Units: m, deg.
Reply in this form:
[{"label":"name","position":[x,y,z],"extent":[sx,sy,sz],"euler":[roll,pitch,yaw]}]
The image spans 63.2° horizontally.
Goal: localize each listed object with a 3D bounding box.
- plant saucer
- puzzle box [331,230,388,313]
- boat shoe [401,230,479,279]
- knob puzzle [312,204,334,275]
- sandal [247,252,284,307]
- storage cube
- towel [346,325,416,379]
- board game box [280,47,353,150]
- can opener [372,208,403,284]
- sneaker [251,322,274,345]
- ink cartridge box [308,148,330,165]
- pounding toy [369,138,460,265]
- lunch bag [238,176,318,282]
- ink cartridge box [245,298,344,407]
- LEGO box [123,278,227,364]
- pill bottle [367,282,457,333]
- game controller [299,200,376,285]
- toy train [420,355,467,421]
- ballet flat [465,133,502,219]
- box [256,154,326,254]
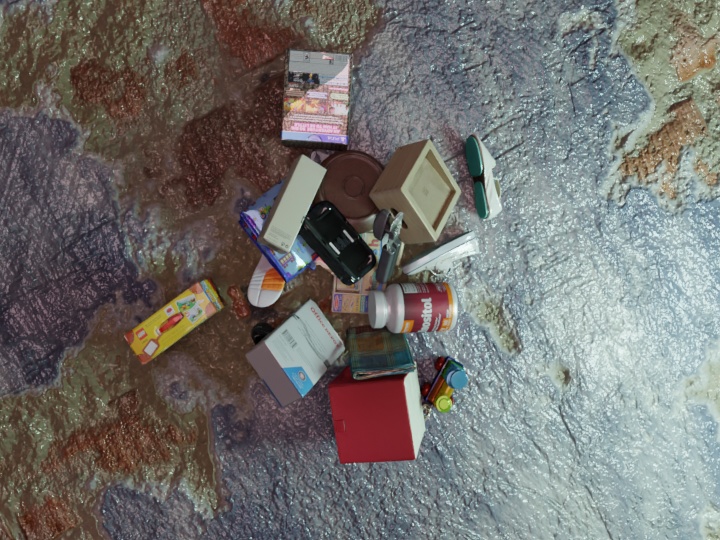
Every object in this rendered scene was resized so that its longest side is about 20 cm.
[{"label":"plant saucer","position":[-0.017,-0.187,1.348],"extent":[0.193,0.035,0.207],"euler":[2,78,-9]},{"label":"puzzle box","position":[0.000,0.000,1.392],"extent":[0.128,0.025,0.207],"euler":[3,99,-10]},{"label":"boat shoe","position":[0.199,-0.017,1.403],"extent":[0.198,0.074,0.088],"euler":[-26,96,-11]},{"label":"knob puzzle","position":[-0.056,-0.097,1.403],"extent":[0.212,0.030,0.228],"euler":[0,92,-3]},{"label":"sandal","position":[-0.205,-0.007,1.389],"extent":[0.077,0.059,0.212],"euler":[16,71,-1]},{"label":"storage cube","position":[0.042,0.316,1.332],"extent":[0.174,0.171,0.207],"euler":[-7,94,15]},{"label":"towel","position":[0.041,0.177,1.339],"extent":[0.142,0.201,0.022],"euler":[-7,115,-3]},{"label":"board game box","position":[-0.100,-0.392,1.355],"extent":[0.154,0.097,0.207],"euler":[4,92,-3]},{"label":"can opener","position":[0.054,-0.057,1.304],"extent":[0.066,0.203,0.054],"euler":[30,52,14]},{"label":"sneaker","position":[-0.192,0.215,1.386],"extent":[0.075,0.079,0.201],"euler":[-42,95,-1]},{"label":"ink cartridge box","position":[-0.042,-0.203,1.385],"extent":[0.195,0.039,0.102],"euler":[21,76,-5]},{"label":"pounding toy","position":[0.118,-0.148,1.335],"extent":[0.201,0.140,0.187],"euler":[50,57,-31]},{"label":"lunch bag","position":[-0.163,-0.087,1.347],"extent":[0.150,0.094,0.202],"euler":[-39,92,-16]},{"label":"ink cartridge box","position":[-0.143,0.183,1.324],"extent":[0.083,0.200,0.147],"euler":[-33,96,37]},{"label":"LEGO box","position":[-0.415,0.111,1.334],"extent":[0.198,0.149,0.078],"euler":[-36,94,-1]},{"label":"pill bottle","position":[0.120,0.087,1.364],"extent":[0.193,0.113,0.117],"euler":[-2,93,-12]},{"label":"game controller","position":[-0.052,-0.060,1.328],"extent":[0.104,0.042,0.201],"euler":[-40,109,5]},{"label":"toy train","position":[0.187,0.311,1.389],"extent":[0.083,0.116,0.204],"euler":[29,91,-3]},{"label":"ballet flat","position":[0.300,-0.227,1.405],"extent":[0.067,0.069,0.207],"euler":[-12,97,-2]},{"label":"box","position":[-0.150,-0.142,1.275],"extent":[0.067,0.082,0.205],"euler":[27,80,-18]}]
